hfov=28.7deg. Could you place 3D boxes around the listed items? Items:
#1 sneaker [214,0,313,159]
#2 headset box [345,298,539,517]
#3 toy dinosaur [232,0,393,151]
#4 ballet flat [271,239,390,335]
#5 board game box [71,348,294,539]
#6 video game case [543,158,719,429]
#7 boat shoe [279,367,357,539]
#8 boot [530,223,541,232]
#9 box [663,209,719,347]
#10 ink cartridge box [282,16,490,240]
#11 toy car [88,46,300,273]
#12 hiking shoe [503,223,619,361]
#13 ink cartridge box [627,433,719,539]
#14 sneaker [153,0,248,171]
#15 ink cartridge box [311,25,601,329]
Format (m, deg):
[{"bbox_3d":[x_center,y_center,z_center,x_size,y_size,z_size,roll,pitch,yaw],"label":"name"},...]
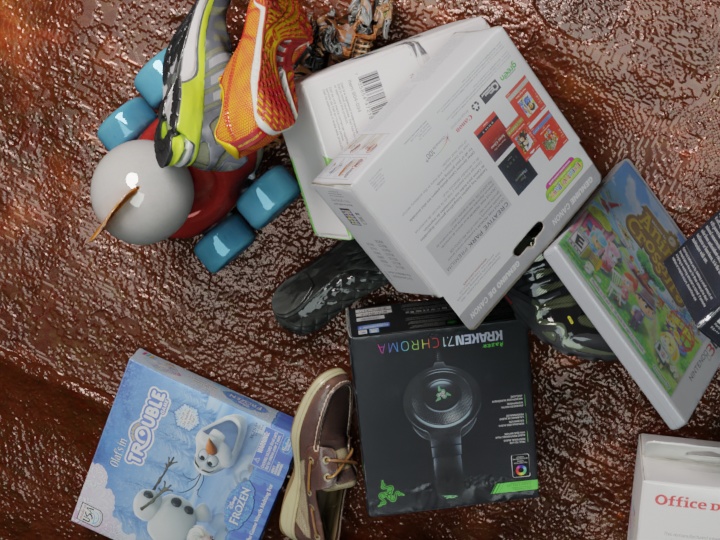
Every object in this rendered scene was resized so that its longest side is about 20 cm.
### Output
[{"bbox_3d":[-0.090,-0.182,1.213,0.077,0.201,0.073,-25,126,32],"label":"sneaker"},{"bbox_3d":[0.080,0.136,1.382,0.172,0.093,0.202,-6,107,-1],"label":"headset box"},{"bbox_3d":[-0.053,-0.191,1.344,0.135,0.102,0.201,33,89,-17],"label":"toy dinosaur"},{"bbox_3d":[0.000,0.000,1.409,0.199,0.057,0.067,-28,56,13],"label":"ballet flat"},{"bbox_3d":[-0.182,0.214,1.488,0.197,0.043,0.202,23,107,4],"label":"board game box"},{"bbox_3d":[0.267,0.017,1.300,0.022,0.182,0.201,-32,99,43],"label":"video game case"},{"bbox_3d":[-0.029,0.198,1.432,0.072,0.072,0.202,28,114,35],"label":"boat shoe"},{"bbox_3d":[0.204,-0.014,1.351,0.198,0.073,0.091,15,112,6],"label":"boot"},{"bbox_3d":[0.420,0.008,1.268,0.199,0.124,0.198,37,111,-23],"label":"box"},{"bbox_3d":[0.037,-0.132,1.295,0.198,0.084,0.147,-23,103,-23],"label":"ink cartridge box"},{"bbox_3d":[-0.196,-0.074,1.314,0.185,0.200,0.177,50,135,0],"label":"toy car"},{"bbox_3d":[0.179,0.004,1.292,0.199,0.076,0.101,33,112,10],"label":"hiking shoe"},{"bbox_3d":[0.329,0.256,1.373,0.127,0.125,0.203,5,105,7],"label":"ink cartridge box"},{"bbox_3d":[-0.134,-0.169,1.269,0.080,0.202,0.074,19,149,-24],"label":"sneaker"},{"bbox_3d":[0.088,-0.078,1.230,0.200,0.084,0.176,-46,112,-17],"label":"ink cartridge box"}]
